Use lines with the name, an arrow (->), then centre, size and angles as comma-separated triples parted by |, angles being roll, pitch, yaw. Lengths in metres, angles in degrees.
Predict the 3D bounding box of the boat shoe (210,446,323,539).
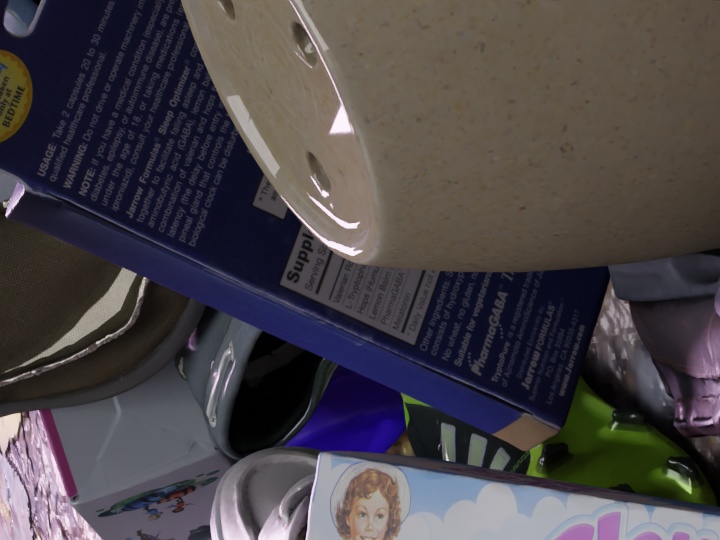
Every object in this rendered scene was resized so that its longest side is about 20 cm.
boat shoe -> 0.003, 0.095, 0.840 | 0.200, 0.071, 0.070 | 45, 157, 55

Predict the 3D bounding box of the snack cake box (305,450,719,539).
snack cake box -> 0.071, 0.112, 0.636 | 0.199, 0.067, 0.116 | 4, 86, 45

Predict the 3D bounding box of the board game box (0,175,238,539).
board game box -> -0.084, 0.051, 1.062 | 0.200, 0.064, 0.148 | 62, -174, -65

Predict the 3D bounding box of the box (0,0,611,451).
box -> -0.017, -0.044, 0.750 | 0.032, 0.199, 0.122 | -37, 31, 65

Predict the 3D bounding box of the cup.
cup -> 0.038, -0.078, 0.653 | 0.201, 0.143, 0.201 | 53, 162, 26

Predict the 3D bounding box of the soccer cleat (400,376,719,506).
soccer cleat -> 0.064, 0.078, 0.841 | 0.200, 0.067, 0.082 | -126, 27, -57

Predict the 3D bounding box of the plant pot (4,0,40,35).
plant pot -> -0.059, -0.126, 0.884 | 0.196, 0.199, 0.202 | 134, 121, -73

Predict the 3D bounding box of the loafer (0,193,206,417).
loafer -> -0.135, 0.016, 0.934 | 0.199, 0.069, 0.076 | -26, 67, 32

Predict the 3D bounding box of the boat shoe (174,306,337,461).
boat shoe -> 0.000, 0.000, 0.882 | 0.200, 0.072, 0.062 | -42, 52, 45

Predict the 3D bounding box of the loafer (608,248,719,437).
loafer -> 0.117, 0.023, 0.668 | 0.200, 0.071, 0.063 | -156, 54, -77

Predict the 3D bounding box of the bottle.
bottle -> -0.039, -0.021, 1.023 | 0.084, 0.065, 0.201 | 120, 134, -64
